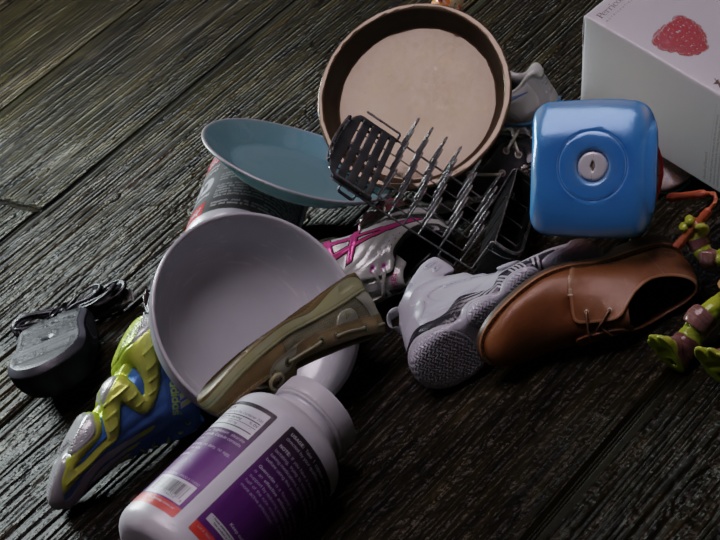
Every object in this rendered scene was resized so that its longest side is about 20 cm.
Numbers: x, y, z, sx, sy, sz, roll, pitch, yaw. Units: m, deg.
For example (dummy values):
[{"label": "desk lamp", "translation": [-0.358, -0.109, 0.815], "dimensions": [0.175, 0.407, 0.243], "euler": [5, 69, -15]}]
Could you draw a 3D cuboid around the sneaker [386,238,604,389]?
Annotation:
[{"label": "sneaker", "translation": [0.115, 0.018, 1.628], "dimensions": [0.199, 0.075, 0.115], "euler": [-31, 32, -5]}]

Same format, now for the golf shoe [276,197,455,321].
[{"label": "golf shoe", "translation": [0.000, 0.000, 1.749], "dimensions": [0.200, 0.073, 0.092], "euler": [-37, 33, -20]}]

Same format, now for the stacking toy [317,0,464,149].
[{"label": "stacking toy", "translation": [0.058, -0.206, 1.901], "dimensions": [0.109, 0.116, 0.201], "euler": [32, 96, 35]}]

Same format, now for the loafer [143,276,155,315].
[{"label": "loafer", "translation": [-0.191, 0.065, 1.798], "dimensions": [0.063, 0.072, 0.200], "euler": [-30, 33, -1]}]

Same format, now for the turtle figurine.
[{"label": "turtle figurine", "translation": [0.306, 0.014, 1.499], "dimensions": [0.199, 0.065, 0.161], "euler": [25, 65, 36]}]

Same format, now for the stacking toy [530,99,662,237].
[{"label": "stacking toy", "translation": [0.221, -0.077, 1.625], "dimensions": [0.109, 0.117, 0.200], "euler": [1, -6, 15]}]

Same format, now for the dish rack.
[{"label": "dish rack", "translation": [0.066, -0.082, 1.709], "dimensions": [0.055, 0.199, 0.154], "euler": [-54, 6, 30]}]

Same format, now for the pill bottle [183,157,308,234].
[{"label": "pill bottle", "translation": [-0.119, -0.037, 1.856], "dimensions": [0.113, 0.114, 0.201], "euler": [-14, 31, 18]}]

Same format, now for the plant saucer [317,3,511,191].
[{"label": "plant saucer", "translation": [0.055, -0.171, 1.829], "dimensions": [0.198, 0.029, 0.202], "euler": [-5, 72, 14]}]

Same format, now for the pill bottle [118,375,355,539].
[{"label": "pill bottle", "translation": [-0.095, 0.179, 1.496], "dimensions": [0.112, 0.113, 0.200], "euler": [11, 45, 47]}]

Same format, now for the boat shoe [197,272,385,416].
[{"label": "boat shoe", "translation": [-0.057, 0.075, 1.596], "dimensions": [0.200, 0.063, 0.073], "euler": [-36, 1, -40]}]

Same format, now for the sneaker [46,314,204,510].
[{"label": "sneaker", "translation": [-0.204, 0.146, 1.676], "dimensions": [0.201, 0.105, 0.076], "euler": [-60, 13, 2]}]

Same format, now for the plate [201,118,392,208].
[{"label": "plate", "translation": [-0.065, -0.101, 1.822], "dimensions": [0.199, 0.026, 0.200], "euler": [17, 20, -6]}]

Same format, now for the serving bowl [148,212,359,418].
[{"label": "serving bowl", "translation": [-0.102, 0.052, 1.663], "dimensions": [0.200, 0.200, 0.066], "euler": [-45, -1, -31]}]

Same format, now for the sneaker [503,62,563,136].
[{"label": "sneaker", "translation": [0.120, -0.182, 1.936], "dimensions": [0.199, 0.087, 0.075], "euler": [-9, 35, 29]}]

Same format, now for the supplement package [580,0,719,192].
[{"label": "supplement package", "translation": [0.314, -0.177, 1.671], "dimensions": [0.200, 0.120, 0.121], "euler": [35, 62, 29]}]

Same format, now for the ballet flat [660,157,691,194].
[{"label": "ballet flat", "translation": [0.266, -0.141, 1.777], "dimensions": [0.068, 0.068, 0.200], "euler": [-25, 30, 1]}]

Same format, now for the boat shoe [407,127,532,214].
[{"label": "boat shoe", "translation": [0.137, -0.110, 1.832], "dimensions": [0.199, 0.061, 0.074], "euler": [-11, 32, 24]}]

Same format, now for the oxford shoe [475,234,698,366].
[{"label": "oxford shoe", "translation": [0.193, 0.034, 1.554], "dimensions": [0.199, 0.072, 0.071], "euler": [-25, 33, -3]}]

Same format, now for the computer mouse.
[{"label": "computer mouse", "translation": [-0.304, 0.081, 1.881], "dimensions": [0.138, 0.053, 0.200], "euler": [-20, 19, 7]}]
